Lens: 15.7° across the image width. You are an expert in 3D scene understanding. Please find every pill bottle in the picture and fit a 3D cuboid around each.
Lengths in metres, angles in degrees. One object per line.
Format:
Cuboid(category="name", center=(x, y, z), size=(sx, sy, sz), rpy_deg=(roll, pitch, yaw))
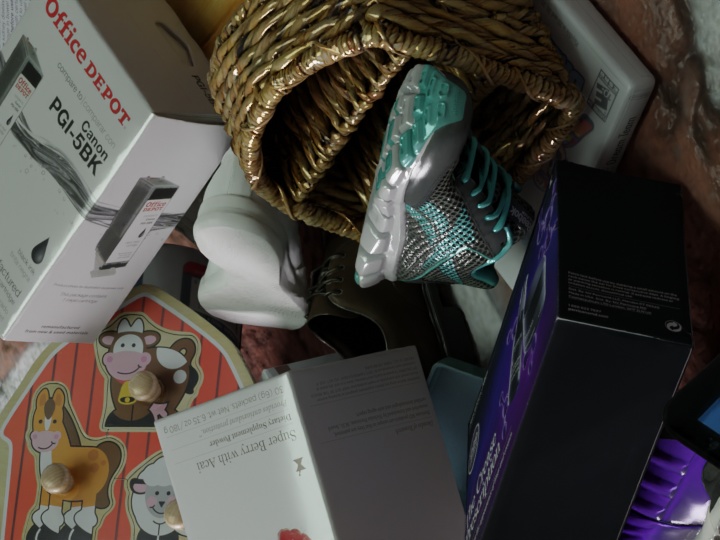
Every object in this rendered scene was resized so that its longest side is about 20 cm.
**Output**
Cuboid(category="pill bottle", center=(-0.144, 0.093, 1.780), size=(0.120, 0.119, 0.200), rpy_deg=(130, 149, -52))

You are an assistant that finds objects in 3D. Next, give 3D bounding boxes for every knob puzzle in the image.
Cuboid(category="knob puzzle", center=(-0.152, 0.102, 1.690), size=(0.220, 0.220, 0.030), rpy_deg=(58, -174, 26))

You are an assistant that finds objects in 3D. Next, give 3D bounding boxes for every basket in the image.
Cuboid(category="basket", center=(0.009, -0.095, 1.483), size=(0.200, 0.143, 0.149), rpy_deg=(-48, 60, 53))

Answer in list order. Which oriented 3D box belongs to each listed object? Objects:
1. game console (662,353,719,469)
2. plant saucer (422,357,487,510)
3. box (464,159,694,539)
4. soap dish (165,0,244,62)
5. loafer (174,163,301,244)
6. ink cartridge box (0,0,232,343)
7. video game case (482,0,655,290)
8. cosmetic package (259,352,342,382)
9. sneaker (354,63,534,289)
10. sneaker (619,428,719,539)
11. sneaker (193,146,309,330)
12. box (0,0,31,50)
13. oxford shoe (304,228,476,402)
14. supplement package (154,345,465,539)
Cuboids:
Cuboid(category="game console", center=(0.252, 0.027, 1.221), size=(0.200, 0.119, 0.173), rpy_deg=(35, 129, 46))
Cuboid(category="plant saucer", center=(0.051, 0.130, 1.626), size=(0.019, 0.070, 0.200), rpy_deg=(-74, 4, -49))
Cuboid(category="box", center=(0.115, 0.064, 1.425), size=(0.141, 0.079, 0.200), rpy_deg=(-81, 5, -53))
Cuboid(category="soap dish", center=(-0.077, -0.209, 1.674), size=(0.200, 0.081, 0.157), rpy_deg=(-43, 65, 52))
Cuboid(category="loafer", center=(-0.129, -0.061, 1.776), size=(0.200, 0.070, 0.070), rpy_deg=(37, 134, 18))
Cuboid(category="ink cartridge box", center=(-0.183, -0.073, 1.675), size=(0.200, 0.083, 0.147), rpy_deg=(-54, 55, 27))
Cuboid(category="video game case", center=(0.080, -0.107, 1.523), size=(0.200, 0.024, 0.182), rpy_deg=(54, 141, 31))
Cuboid(category="cosmetic package", center=(-0.030, 0.159, 1.734), size=(0.107, 0.090, 0.200), rpy_deg=(54, 138, 32))
Cuboid(category="sneaker", center=(0.053, -0.046, 1.424), size=(0.200, 0.091, 0.078), rpy_deg=(103, 179, -67))
Cuboid(category="sneaker", center=(0.177, 0.117, 1.426), size=(0.200, 0.070, 0.100), rpy_deg=(-54, 50, 45))
Cuboid(category="sneaker", center=(-0.063, -0.026, 1.670), size=(0.200, 0.075, 0.089), rpy_deg=(91, -172, -68))
Cuboid(category="box", center=(-0.227, -0.209, 1.881), size=(0.200, 0.105, 0.184), rpy_deg=(31, 127, 47))
Cuboid(category="oxford shoe", center=(0.000, 0.000, 1.631), size=(0.073, 0.084, 0.200), rpy_deg=(-49, 59, 54))
Cuboid(category="supplement package", center=(-0.017, 0.161, 1.548), size=(0.121, 0.120, 0.200), rpy_deg=(-22, 82, 40))
